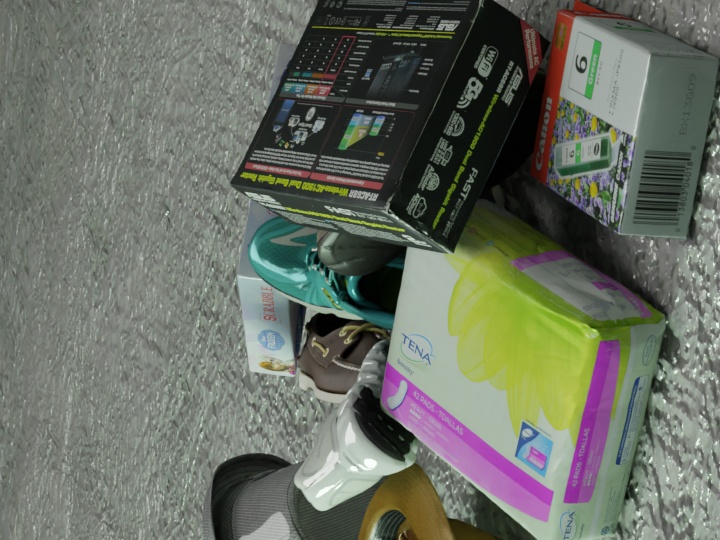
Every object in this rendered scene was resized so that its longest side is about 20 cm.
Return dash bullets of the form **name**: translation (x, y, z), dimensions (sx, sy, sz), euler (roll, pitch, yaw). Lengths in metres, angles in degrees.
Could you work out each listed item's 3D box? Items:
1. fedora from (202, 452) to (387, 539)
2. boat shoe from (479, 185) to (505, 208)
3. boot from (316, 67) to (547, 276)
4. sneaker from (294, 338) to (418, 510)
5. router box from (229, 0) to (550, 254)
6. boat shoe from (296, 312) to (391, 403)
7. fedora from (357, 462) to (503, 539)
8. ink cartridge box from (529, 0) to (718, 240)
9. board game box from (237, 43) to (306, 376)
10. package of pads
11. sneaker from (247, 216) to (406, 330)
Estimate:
- **fedora**: translation (-0.024, 0.195, 1.664), dimensions (0.090, 0.200, 0.177), euler (-38, 68, 29)
- **boat shoe**: translation (0.082, -0.007, 1.520), dimensions (0.200, 0.057, 0.067), euler (-116, 35, -53)
- **boot**: translation (0.039, -0.104, 1.542), dimensions (0.200, 0.073, 0.151), euler (-42, 37, 21)
- **sneaker**: translation (0.007, 0.106, 1.553), dimensions (0.081, 0.075, 0.200), euler (-46, -3, 21)
- **router box**: translation (0.016, -0.098, 1.438), dimensions (0.200, 0.062, 0.150), euler (13, 74, 57)
- **boat shoe**: translation (-0.004, 0.068, 1.731), dimensions (0.200, 0.072, 0.060), euler (-169, 79, -76)
- **fedora**: translation (0.059, 0.226, 1.517), dimensions (0.200, 0.081, 0.202), euler (-177, 90, -70)
- **ink cartridge box**: translation (0.145, -0.099, 1.371), dimensions (0.200, 0.050, 0.109), euler (-138, 54, -64)
- **board game box**: translation (-0.058, -0.044, 1.782), dimensions (0.200, 0.041, 0.200), euler (89, -170, -67)
- **package of pads**: translation (0.095, 0.055, 1.399), dimensions (0.200, 0.068, 0.155), euler (35, 123, 48)
- **sneaker**: translation (0.000, 0.000, 1.591), dimensions (0.199, 0.080, 0.078), euler (18, 91, 32)
